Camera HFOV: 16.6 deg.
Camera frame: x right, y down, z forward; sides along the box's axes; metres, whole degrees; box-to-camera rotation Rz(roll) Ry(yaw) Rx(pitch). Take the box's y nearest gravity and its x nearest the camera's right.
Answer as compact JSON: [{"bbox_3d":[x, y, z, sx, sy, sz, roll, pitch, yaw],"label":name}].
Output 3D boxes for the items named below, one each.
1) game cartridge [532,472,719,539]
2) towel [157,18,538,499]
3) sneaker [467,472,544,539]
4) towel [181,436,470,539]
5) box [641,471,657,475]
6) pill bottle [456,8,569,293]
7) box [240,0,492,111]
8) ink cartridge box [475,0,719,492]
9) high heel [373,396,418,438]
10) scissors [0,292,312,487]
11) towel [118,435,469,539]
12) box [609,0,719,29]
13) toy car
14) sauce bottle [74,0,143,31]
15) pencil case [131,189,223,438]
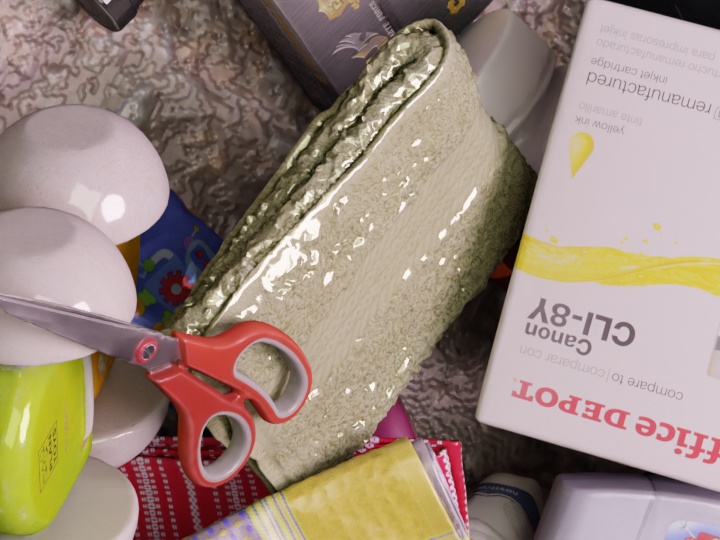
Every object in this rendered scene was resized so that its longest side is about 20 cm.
[{"bbox_3d":[0.170,0.172,1.161,0.200,0.042,0.133,18,103,-5],"label":"game cartridge"},{"bbox_3d":[0.000,0.000,1.102,0.200,0.036,0.148,-52,141,-13],"label":"towel"},{"bbox_3d":[0.091,0.191,1.251,0.088,0.075,0.200,-56,141,-43],"label":"sneaker"},{"bbox_3d":[-0.031,0.172,1.114,0.200,0.023,0.144,-23,106,-4],"label":"towel"},{"bbox_3d":[0.173,0.202,1.261,0.158,0.050,0.200,-19,100,-53],"label":"box"},{"bbox_3d":[0.111,-0.030,1.239,0.200,0.114,0.114,42,80,-15],"label":"pill bottle"},{"bbox_3d":[-0.001,-0.189,1.184,0.158,0.048,0.200,-47,133,-12],"label":"box"},{"bbox_3d":[0.149,-0.008,1.124,0.145,0.083,0.200,16,96,12],"label":"ink cartridge box"},{"bbox_3d":[-0.018,0.159,1.227,0.096,0.067,0.200,-3,97,-28],"label":"high heel"},{"bbox_3d":[-0.078,0.028,0.990,0.073,0.014,0.200,-50,144,-7],"label":"scissors"},{"bbox_3d":[-0.045,0.149,1.185,0.200,0.022,0.145,-1,106,14],"label":"towel"},{"bbox_3d":[0.204,-0.136,1.246,0.107,0.148,0.200,-34,102,-14],"label":"box"},{"bbox_3d":[-0.163,0.031,1.059,0.150,0.200,0.175,5,124,3],"label":"toy car"},{"bbox_3d":[-0.067,-0.201,1.203,0.066,0.066,0.200,46,81,-14],"label":"sauce bottle"},{"bbox_3d":[-0.088,0.014,1.197,0.200,0.078,0.087,44,71,-14],"label":"pencil case"}]
